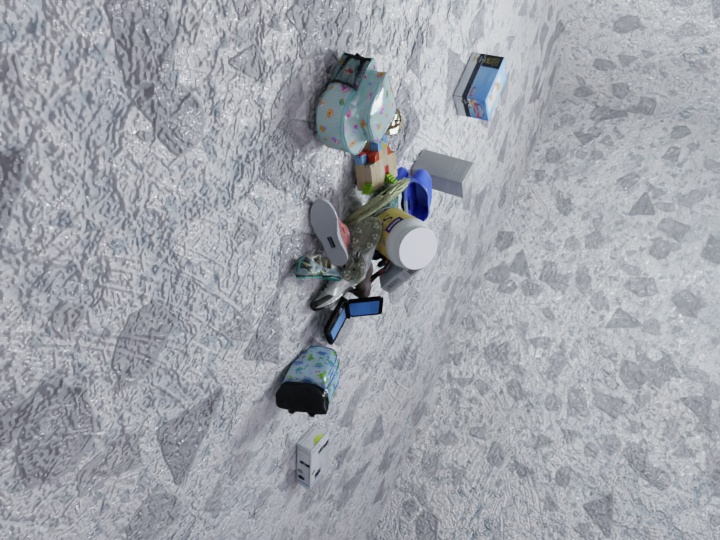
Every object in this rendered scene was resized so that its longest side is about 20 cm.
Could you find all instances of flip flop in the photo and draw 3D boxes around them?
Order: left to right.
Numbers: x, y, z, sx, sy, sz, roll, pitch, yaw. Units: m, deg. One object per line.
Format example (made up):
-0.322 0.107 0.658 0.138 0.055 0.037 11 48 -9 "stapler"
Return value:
0.084 -0.437 1.455 0.200 0.057 0.082 12 97 -65 "flip flop"

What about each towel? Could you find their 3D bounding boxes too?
0.045 -0.189 1.451 0.200 0.037 0.148 -30 -174 42 "towel"

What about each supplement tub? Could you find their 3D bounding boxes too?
0.120 -0.094 1.486 0.144 0.200 0.146 -9 114 -22 "supplement tub"

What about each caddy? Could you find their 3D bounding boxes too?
0.159 -0.237 1.651 0.201 0.140 0.105 78 28 -49 "caddy"

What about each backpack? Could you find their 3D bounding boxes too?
-0.132 0.309 1.468 0.200 0.162 0.155 -23 115 -66 "backpack"
-0.012 -0.375 1.199 0.201 0.153 0.176 -57 159 -11 "backpack"

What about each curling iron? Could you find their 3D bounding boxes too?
0.037 0.020 1.626 0.200 0.025 0.050 -49 -157 43 "curling iron"

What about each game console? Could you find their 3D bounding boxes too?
-0.019 0.157 1.571 0.177 0.116 0.200 -61 169 -17 "game console"

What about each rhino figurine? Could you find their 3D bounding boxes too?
0.000 0.000 1.578 0.060 0.087 0.201 -38 141 -50 "rhino figurine"

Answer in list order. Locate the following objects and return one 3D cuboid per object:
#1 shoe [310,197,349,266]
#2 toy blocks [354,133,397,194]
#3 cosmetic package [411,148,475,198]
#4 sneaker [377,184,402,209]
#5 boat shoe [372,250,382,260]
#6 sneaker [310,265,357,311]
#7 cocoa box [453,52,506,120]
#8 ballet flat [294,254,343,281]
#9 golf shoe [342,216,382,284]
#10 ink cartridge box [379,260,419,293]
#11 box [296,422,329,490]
-0.079 -0.116 1.360 0.091 0.071 0.201 -86 160 -56 "shoe"
0.044 -0.313 1.447 0.200 0.099 0.138 -41 132 -48 "toy blocks"
0.288 -0.341 1.789 0.107 0.199 0.090 -56 151 -21 "cosmetic package"
0.083 -0.199 1.595 0.091 0.077 0.201 -51 136 -32 "sneaker"
0.061 -0.097 1.653 0.069 0.084 0.200 -61 177 30 "boat shoe"
-0.078 0.045 1.494 0.200 0.080 0.074 -39 -174 -31 "sneaker"
0.460 -0.702 1.950 0.201 0.131 0.133 -65 155 -10 "cocoa box"
-0.105 -0.008 1.375 0.200 0.074 0.075 7 102 -64 "ballet flat"
0.007 -0.055 1.462 0.097 0.078 0.201 52 61 -76 "golf shoe"
0.124 -0.045 1.620 0.047 0.201 0.160 33 119 -30 "ink cartridge box"
-0.164 0.639 1.756 0.117 0.060 0.201 -38 140 -50 "box"
